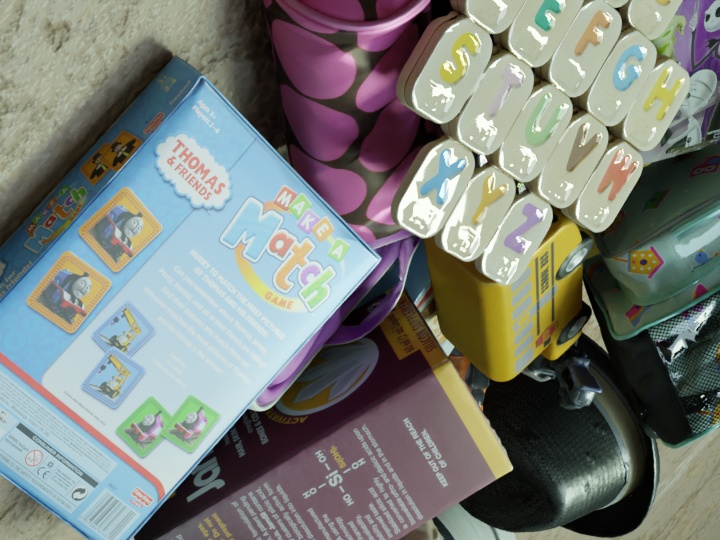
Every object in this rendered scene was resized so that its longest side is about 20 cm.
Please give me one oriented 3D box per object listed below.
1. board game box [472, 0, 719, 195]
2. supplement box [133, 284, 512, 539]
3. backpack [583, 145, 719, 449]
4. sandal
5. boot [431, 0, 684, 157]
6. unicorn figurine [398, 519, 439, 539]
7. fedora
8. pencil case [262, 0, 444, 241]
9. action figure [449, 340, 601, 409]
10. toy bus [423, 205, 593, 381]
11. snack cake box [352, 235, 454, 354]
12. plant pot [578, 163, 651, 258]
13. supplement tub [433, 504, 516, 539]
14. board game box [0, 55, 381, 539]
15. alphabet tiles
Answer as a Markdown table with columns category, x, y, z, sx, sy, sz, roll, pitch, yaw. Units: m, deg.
| category | x | y | z | sx | sy | sz | roll | pitch | yaw |
| --- | --- | --- | --- | --- | --- | --- | --- | --- | --- |
| board game box | 0.133 | -0.107 | 1.025 | 0.200 | 0.032 | 0.120 | -17 | 123 | -35 |
| supplement box | -0.030 | 0.109 | 1.103 | 0.200 | 0.110 | 0.086 | -31 | 116 | 0 |
| backpack | 0.237 | -0.006 | 1.168 | 0.199 | 0.154 | 0.176 | -20 | -166 | 4 |
| sandal | 0.001 | 0.004 | 1.061 | 0.203 | 0.050 | 0.083 | -52 | 154 | -26 |
| boot | 0.116 | -0.112 | 1.083 | 0.162 | 0.073 | 0.199 | -31 | 141 | -18 |
| unicorn figurine | -0.004 | 0.154 | 1.174 | 0.137 | 0.074 | 0.200 | -30 | -157 | 21 |
| fedora | 0.110 | 0.121 | 1.370 | 0.091 | 0.201 | 0.201 | -30 | 151 | -38 |
| pencil case | 0.004 | -0.100 | 0.959 | 0.093 | 0.091 | 0.200 | -14 | 153 | -4 |
| action figure | 0.076 | 0.046 | 1.283 | 0.104 | 0.200 | 0.194 | 22 | 104 | -23 |
| toy bus | 0.086 | 0.005 | 1.125 | 0.078 | 0.065 | 0.200 | -44 | 160 | -12 |
| snack cake box | 0.021 | 0.018 | 1.209 | 0.200 | 0.067 | 0.115 | -55 | 157 | 14 |
| plant pot | 0.246 | -0.063 | 1.363 | 0.196 | 0.194 | 0.200 | -50 | 147 | 0 |
| supplement tub | 0.007 | 0.237 | 1.442 | 0.200 | 0.140 | 0.141 | -33 | 153 | -35 |
| board game box | -0.103 | 0.021 | 0.925 | 0.200 | 0.037 | 0.151 | -47 | 129 | -3 |
| alphabet tiles | 0.096 | -0.091 | 0.960 | 0.200 | 0.015 | 0.196 | 28 | 92 | -51 |
